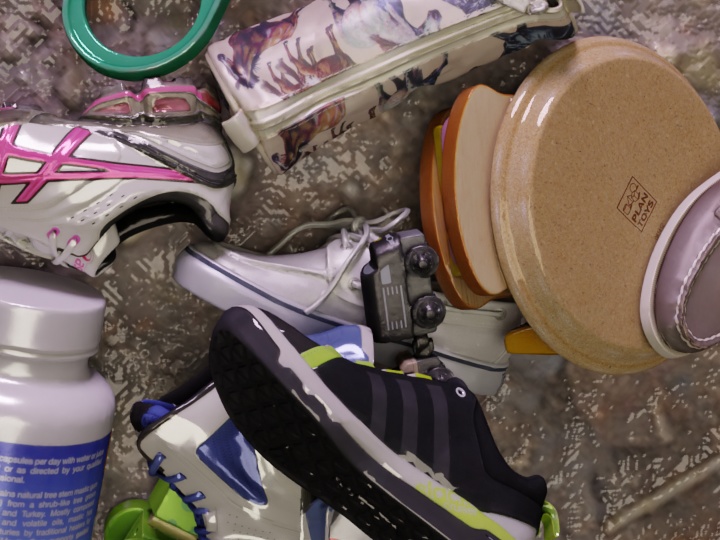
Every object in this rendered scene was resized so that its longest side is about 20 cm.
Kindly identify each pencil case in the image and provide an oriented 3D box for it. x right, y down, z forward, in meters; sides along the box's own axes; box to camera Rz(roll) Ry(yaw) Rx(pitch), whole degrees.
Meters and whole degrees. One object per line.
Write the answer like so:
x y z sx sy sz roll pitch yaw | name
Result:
0.016 -0.121 0.916 0.200 0.089 0.078 -25 105 -2 | pencil case

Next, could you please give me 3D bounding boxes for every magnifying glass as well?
-0.072 -0.177 0.912 0.200 0.022 0.080 -40 77 -6 | magnifying glass

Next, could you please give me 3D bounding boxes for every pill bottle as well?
-0.192 0.104 0.923 0.112 0.112 0.200 10 101 -11 | pill bottle

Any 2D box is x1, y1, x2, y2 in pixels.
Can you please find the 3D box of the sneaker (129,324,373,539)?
-0.070 0.115 0.901 0.115 0.081 0.200 12 94 -9 | sneaker

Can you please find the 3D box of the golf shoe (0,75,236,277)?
-0.164 -0.040 0.900 0.200 0.073 0.092 -11 76 -5 | golf shoe

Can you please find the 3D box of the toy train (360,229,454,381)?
0.029 0.078 0.924 0.046 0.034 0.200 -10 102 -7 | toy train

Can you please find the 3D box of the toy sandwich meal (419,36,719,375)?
0.124 -0.033 0.956 0.205 0.070 0.206 2 87 -37 | toy sandwich meal

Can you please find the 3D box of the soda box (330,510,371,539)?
-0.014 0.173 0.991 0.063 0.068 0.200 35 96 -15 | soda box

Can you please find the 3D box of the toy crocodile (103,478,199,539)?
-0.097 0.133 0.967 0.062 0.068 0.200 30 96 -14 | toy crocodile

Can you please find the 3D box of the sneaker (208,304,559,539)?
0.013 0.078 0.851 0.200 0.072 0.083 43 57 -9 | sneaker

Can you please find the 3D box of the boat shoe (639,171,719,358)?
0.229 -0.028 0.947 0.200 0.059 0.072 -45 115 -24 | boat shoe

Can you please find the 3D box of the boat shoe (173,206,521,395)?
0.002 0.001 0.950 0.202 0.075 0.086 19 100 -16 | boat shoe
